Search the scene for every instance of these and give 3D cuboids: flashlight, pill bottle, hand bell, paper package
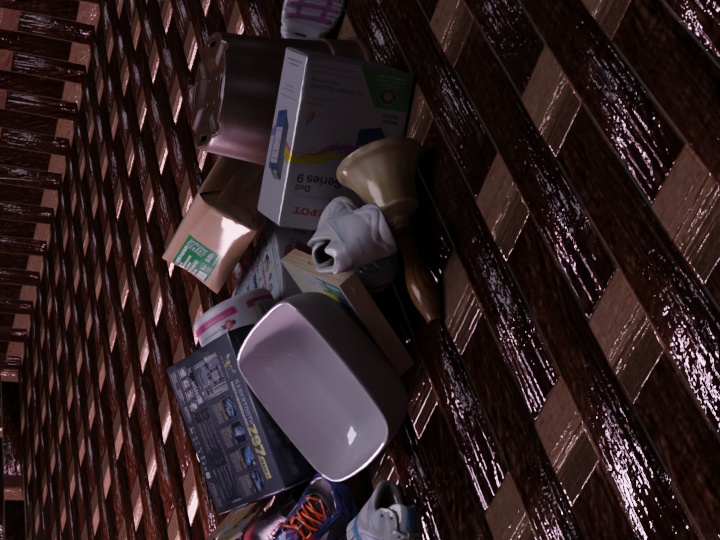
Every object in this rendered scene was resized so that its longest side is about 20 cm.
[{"bbox_3d":[-0.103,0.340,1.675,0.200,0.067,0.069,-46,52,48],"label":"flashlight"},{"bbox_3d":[-0.129,0.137,1.645,0.202,0.112,0.113,64,149,10],"label":"pill bottle"},{"bbox_3d":[0.050,-0.034,1.398,0.104,0.103,0.203,-49,54,53],"label":"hand bell"},{"bbox_3d":[-0.180,-0.099,1.814,0.192,0.103,0.200,-61,7,-36],"label":"paper package"}]

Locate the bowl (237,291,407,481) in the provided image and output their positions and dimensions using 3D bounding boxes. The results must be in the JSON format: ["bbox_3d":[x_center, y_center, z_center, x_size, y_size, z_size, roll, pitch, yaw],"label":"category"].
[{"bbox_3d":[-0.036,0.124,1.429,0.200,0.074,0.200,51,143,6],"label":"bowl"}]

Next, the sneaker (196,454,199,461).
[{"bbox_3d":[-0.198,0.289,1.883,0.200,0.083,0.074,-152,72,-64],"label":"sneaker"}]

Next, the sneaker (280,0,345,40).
[{"bbox_3d":[-0.078,-0.338,1.767,0.089,0.079,0.203,-94,22,-64],"label":"sneaker"}]

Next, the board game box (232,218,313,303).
[{"bbox_3d":[-0.120,0.038,1.784,0.201,0.063,0.149,121,146,-48],"label":"board game box"}]

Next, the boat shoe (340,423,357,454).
[{"bbox_3d":[-0.040,0.160,1.560,0.202,0.063,0.071,-108,32,-41],"label":"boat shoe"}]

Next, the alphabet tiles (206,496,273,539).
[{"bbox_3d":[-0.148,0.313,1.658,0.167,0.008,0.200,-41,4,39],"label":"alphabet tiles"}]

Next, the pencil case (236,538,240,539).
[{"bbox_3d":[-0.129,0.417,1.612,0.199,0.086,0.079,25,121,46],"label":"pencil case"}]

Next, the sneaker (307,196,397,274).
[{"bbox_3d":[-0.026,-0.035,1.389,0.071,0.079,0.200,63,168,-8],"label":"sneaker"}]

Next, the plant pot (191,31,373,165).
[{"bbox_3d":[-0.108,-0.217,1.646,0.200,0.195,0.204,-175,90,-67],"label":"plant pot"}]

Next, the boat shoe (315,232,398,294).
[{"bbox_3d":[0.000,0.000,1.520,0.200,0.072,0.068,-134,33,-67],"label":"boat shoe"}]

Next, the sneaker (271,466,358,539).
[{"bbox_3d":[-0.063,0.318,1.531,0.075,0.078,0.202,41,128,26],"label":"sneaker"}]

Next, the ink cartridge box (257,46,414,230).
[{"bbox_3d":[-0.030,-0.150,1.509,0.087,0.143,0.203,-143,62,-62],"label":"ink cartridge box"}]

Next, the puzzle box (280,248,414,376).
[{"bbox_3d":[-0.018,0.046,1.480,0.134,0.025,0.200,57,166,-21],"label":"puzzle box"}]

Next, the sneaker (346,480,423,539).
[{"bbox_3d":[0.039,0.296,1.334,0.088,0.074,0.201,-68,27,21],"label":"sneaker"}]

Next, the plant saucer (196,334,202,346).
[{"bbox_3d":[-0.183,0.159,1.805,0.202,0.029,0.200,60,174,11],"label":"plant saucer"}]

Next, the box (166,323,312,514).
[{"bbox_3d":[-0.153,0.186,1.564,0.157,0.051,0.203,-30,79,48],"label":"box"}]
